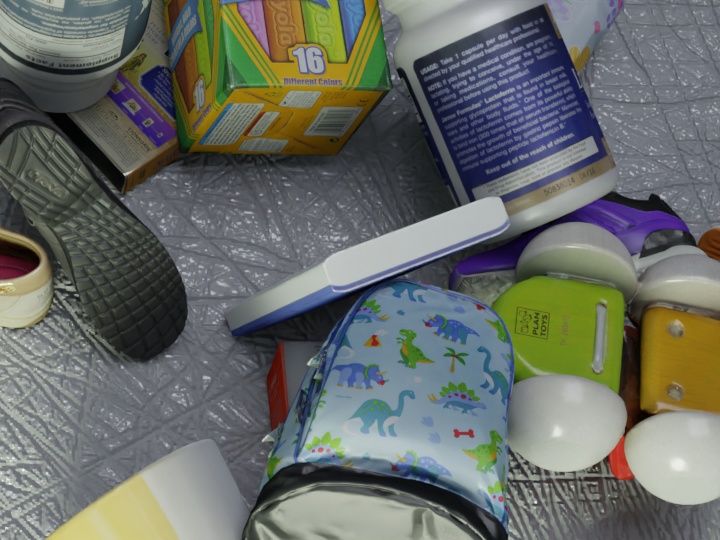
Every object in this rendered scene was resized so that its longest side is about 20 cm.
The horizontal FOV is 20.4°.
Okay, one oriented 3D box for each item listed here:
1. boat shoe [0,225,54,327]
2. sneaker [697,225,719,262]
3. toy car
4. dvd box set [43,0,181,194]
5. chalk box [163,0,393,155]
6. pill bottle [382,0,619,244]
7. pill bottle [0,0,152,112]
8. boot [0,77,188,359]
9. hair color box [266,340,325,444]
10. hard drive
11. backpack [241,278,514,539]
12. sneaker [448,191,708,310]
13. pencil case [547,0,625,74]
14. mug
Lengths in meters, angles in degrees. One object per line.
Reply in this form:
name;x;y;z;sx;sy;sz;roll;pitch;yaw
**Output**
boat shoe;-0.302;-0.018;1.344;0.200;0.069;0.074;11;59;-8
sneaker;0.350;0.024;1.487;0.092;0.076;0.200;-34;75;-32
toy car;0.170;0.077;1.365;0.200;0.150;0.175;15;56;-10
dvd box set;-0.147;-0.163;1.487;0.200;0.029;0.146;-38;76;-28
chalk box;-0.067;-0.196;1.431;0.124;0.125;0.200;-2;70;-22
pill bottle;0.091;-0.129;1.386;0.116;0.116;0.200;-25;94;-25
pill bottle;-0.199;-0.199;1.360;0.120;0.200;0.120;6;61;-11
boot;-0.191;-0.042;1.375;0.070;0.200;0.132;-31;27;-6
hair color box;-0.003;0.148;1.332;0.101;0.061;0.200;2;60;-13
hard drive;0.000;0.000;1.337;0.132;0.200;0.025;-20;88;-24
backpack;0.026;0.102;1.247;0.163;0.154;0.200;15;26;3
sneaker;0.149;-0.017;1.466;0.200;0.070;0.100;-6;55;-20
pencil case;0.124;-0.164;1.529;0.091;0.083;0.200;23;57;21
mug;-0.126;0.217;1.225;0.187;0.149;0.153;-33;82;-17
